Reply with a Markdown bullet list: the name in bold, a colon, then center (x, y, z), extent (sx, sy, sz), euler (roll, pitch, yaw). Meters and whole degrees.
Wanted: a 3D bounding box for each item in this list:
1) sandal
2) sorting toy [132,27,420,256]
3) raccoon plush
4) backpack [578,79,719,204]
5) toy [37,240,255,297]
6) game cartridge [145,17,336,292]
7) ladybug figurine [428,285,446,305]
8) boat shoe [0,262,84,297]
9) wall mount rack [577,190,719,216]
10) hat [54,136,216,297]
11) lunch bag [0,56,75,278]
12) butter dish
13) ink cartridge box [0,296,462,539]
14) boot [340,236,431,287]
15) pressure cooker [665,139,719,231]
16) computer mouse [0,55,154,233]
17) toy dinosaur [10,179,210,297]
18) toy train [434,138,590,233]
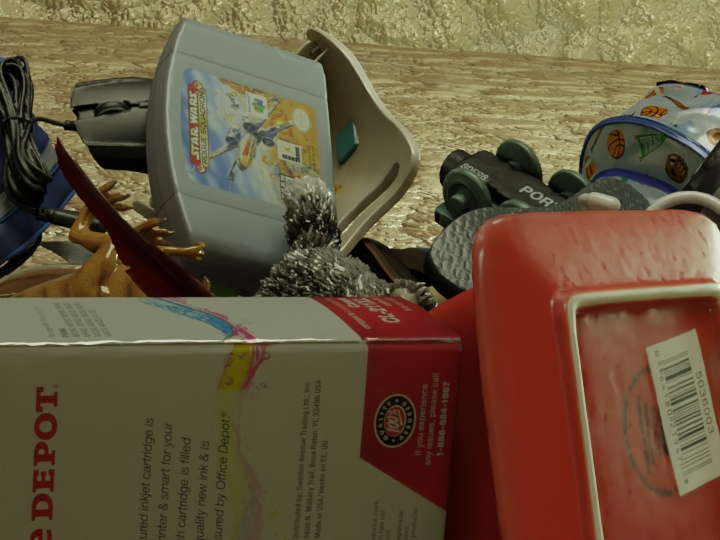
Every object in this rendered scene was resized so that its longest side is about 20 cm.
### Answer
- **sandal**: center (0.119, -0.007, 1.034), extent (0.199, 0.043, 0.076), euler (-15, 60, -40)
- **sorting toy**: center (-0.039, -0.063, 1.196), extent (0.200, 0.107, 0.180), euler (-46, 34, -10)
- **raccoon plush**: center (0.000, 0.000, 0.961), extent (0.133, 0.202, 0.096), euler (-29, -32, 33)
- **backpack**: center (0.240, -0.037, 1.213), extent (0.199, 0.193, 0.153), euler (19, 35, 42)
- **toy**: center (-0.144, 0.015, 1.142), extent (0.114, 0.048, 0.199), euler (0, 9, -31)
- **game cartridge**: center (-0.081, -0.079, 1.102), extent (0.132, 0.202, 0.041), euler (17, -39, -32)
- **ladybug figurine**: center (0.095, 0.061, 1.010), extent (0.134, 0.073, 0.200), euler (1, 16, -23)
- **boat shoe**: center (-0.149, 0.043, 0.985), extent (0.197, 0.077, 0.072), euler (5, 18, 6)
- **wall mount rack**: center (0.177, 0.045, 0.864), extent (0.172, 0.202, 0.075), euler (19, -14, 19)
- **hat**: center (-0.050, 0.035, 0.835), extent (0.198, 0.178, 0.166), euler (0, 14, -20)
- **lunch bag**: center (-0.285, -0.052, 1.132), extent (0.135, 0.133, 0.200), euler (-25, 15, 15)
- **butter dish**: center (0.087, 0.081, 0.766), extent (0.198, 0.203, 0.147), euler (-3, -7, -45)
- **ink cartridge box**: center (-0.067, 0.089, 0.688), extent (0.198, 0.148, 0.083), euler (1, 14, -20)
- **boot**: center (0.038, 0.010, 1.182), extent (0.096, 0.076, 0.200), euler (-2, 14, -18)
- **pressure cooker**: center (0.276, 0.018, 0.988), extent (0.199, 0.180, 0.176), euler (38, 15, 13)
- **computer mouse**: center (-0.154, -0.082, 1.104), extent (0.198, 0.046, 0.142), euler (12, 49, -30)
- **toy dinosaur**: center (-0.155, 0.008, 0.939), extent (0.197, 0.061, 0.107), euler (-2, 52, 12)
- **toy train**: center (0.132, -0.012, 1.161), extent (0.085, 0.115, 0.199), euler (-30, 47, -35)
